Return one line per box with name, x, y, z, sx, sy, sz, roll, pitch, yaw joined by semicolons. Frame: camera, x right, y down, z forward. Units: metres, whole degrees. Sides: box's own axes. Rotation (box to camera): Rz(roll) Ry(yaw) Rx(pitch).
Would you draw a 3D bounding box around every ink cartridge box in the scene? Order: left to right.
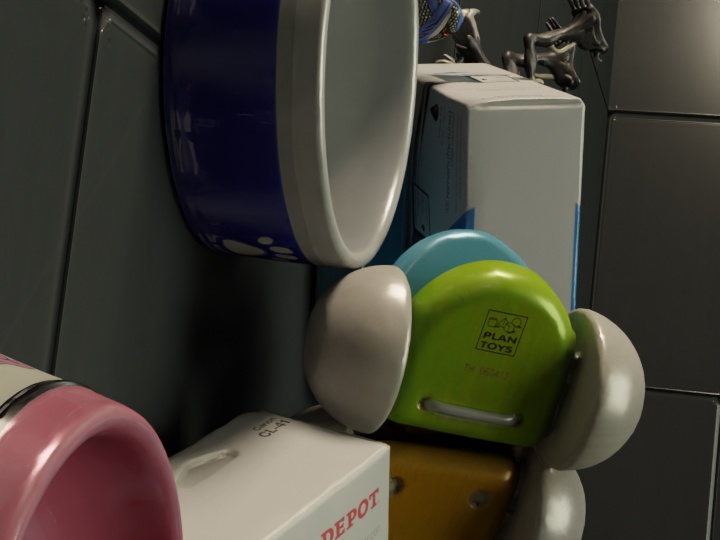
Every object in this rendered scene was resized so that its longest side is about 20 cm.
ink cartridge box;-0.054;0.188;0.713;0.147;0.085;0.202;-29;125;-56
ink cartridge box;0.079;-0.058;1.059;0.200;0.085;0.148;-138;-133;-69

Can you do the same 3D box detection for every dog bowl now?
dog bowl;-0.120;0.123;0.505;0.200;0.073;0.202;5;90;-76
dog bowl;-0.029;-0.104;0.784;0.200;0.078;0.202;5;90;-76

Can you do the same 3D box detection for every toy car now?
toy car;0.042;0.067;0.826;0.150;0.173;0.201;-101;-154;-56

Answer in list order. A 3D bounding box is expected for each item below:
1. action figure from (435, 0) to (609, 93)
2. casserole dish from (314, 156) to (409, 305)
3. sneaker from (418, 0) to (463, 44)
action figure;0.100;-0.153;1.249;0.199;0.102;0.119;-35;174;-23
casserole dish;0.000;0.000;1.020;0.121;0.038;0.202;-31;126;-73
sneaker;0.044;-0.241;1.033;0.075;0.078;0.202;27;68;-76
